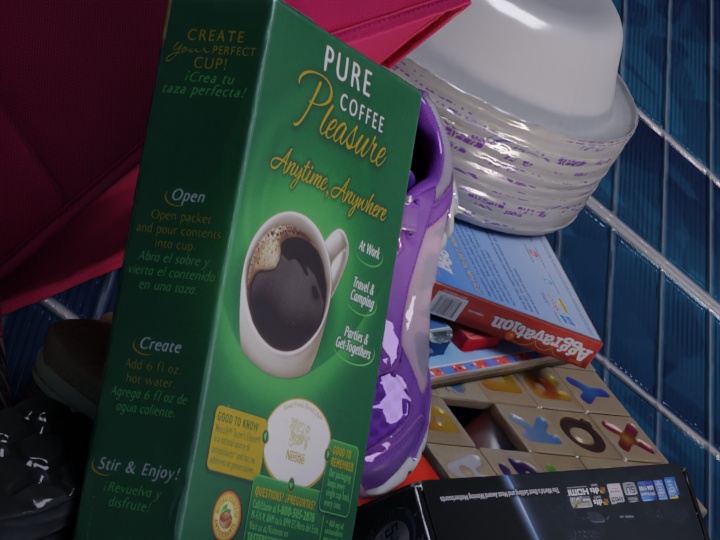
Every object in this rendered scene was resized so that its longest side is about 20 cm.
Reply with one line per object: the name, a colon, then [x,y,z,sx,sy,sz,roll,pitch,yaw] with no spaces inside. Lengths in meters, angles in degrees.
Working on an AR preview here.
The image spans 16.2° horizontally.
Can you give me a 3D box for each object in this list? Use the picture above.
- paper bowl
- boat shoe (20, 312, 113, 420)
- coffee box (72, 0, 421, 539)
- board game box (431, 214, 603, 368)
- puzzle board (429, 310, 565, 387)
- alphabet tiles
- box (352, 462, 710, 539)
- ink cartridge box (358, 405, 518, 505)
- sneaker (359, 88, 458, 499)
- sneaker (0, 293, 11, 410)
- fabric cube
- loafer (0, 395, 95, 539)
paper bowl: [0.049,-0.117,1.263,0.201,0.104,0.201,26,26,-14]
boat shoe: [-0.092,0.060,0.970,0.072,0.065,0.200,41,4,8]
coffee box: [-0.035,0.017,0.855,0.123,0.044,0.200,22,75,-61]
board game box: [0.044,-0.032,1.245,0.103,0.019,0.200,21,27,-29]
puzzle board: [0.015,-0.005,1.201,0.151,0.017,0.200,46,27,24]
alphabet tiles: [0.055,0.043,1.192,0.167,0.008,0.200,8,35,-43]
box: [0.088,0.163,1.034,0.200,0.044,0.160,3,66,-51]
ink cartridge box: [0.051,0.141,1.113,0.174,0.044,0.200,35,35,-28]
sneaker: [0.000,0.000,1.071,0.080,0.088,0.200,10,55,0]
sneaker: [-0.197,0.023,0.875,0.200,0.081,0.075,18,47,-44]
fabric cube: [-0.116,-0.121,1.014,0.199,0.200,0.196,56,30,6]
loafer: [-0.146,0.099,0.786,0.068,0.070,0.201,33,28,22]
